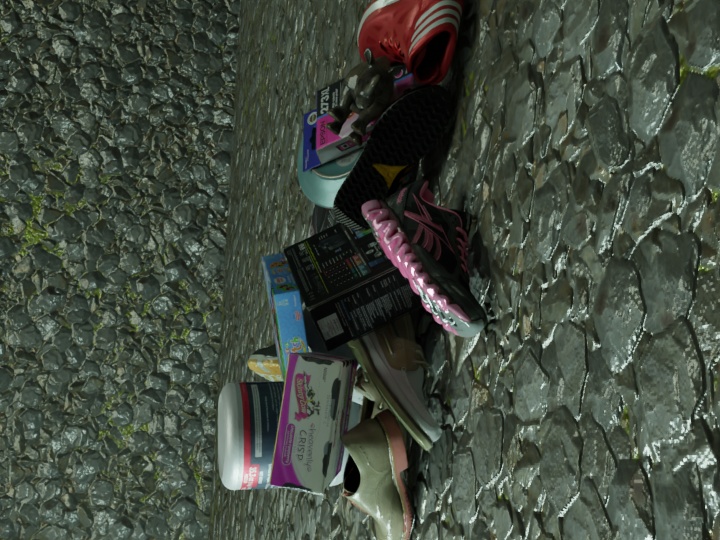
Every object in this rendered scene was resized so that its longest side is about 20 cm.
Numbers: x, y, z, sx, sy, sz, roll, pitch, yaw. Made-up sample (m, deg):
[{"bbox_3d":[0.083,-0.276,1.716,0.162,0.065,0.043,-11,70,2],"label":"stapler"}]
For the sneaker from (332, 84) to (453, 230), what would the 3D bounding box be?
[{"bbox_3d":[0.038,-0.143,1.172,0.201,0.070,0.090,-53,7,24],"label":"sneaker"}]

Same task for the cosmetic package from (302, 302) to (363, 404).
[{"bbox_3d":[-0.023,0.088,1.328,0.083,0.050,0.200,-58,32,13],"label":"cosmetic package"}]

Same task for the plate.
[{"bbox_3d":[-0.012,-0.176,1.295,0.199,0.026,0.202,-19,56,31],"label":"plate"}]

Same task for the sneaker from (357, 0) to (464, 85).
[{"bbox_3d":[0.047,-0.256,1.137,0.200,0.078,0.117,-34,42,60],"label":"sneaker"}]

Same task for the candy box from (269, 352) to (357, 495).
[{"bbox_3d":[-0.048,0.161,1.099,0.200,0.060,0.138,54,-135,-84],"label":"candy box"}]

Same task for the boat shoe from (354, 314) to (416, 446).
[{"bbox_3d":[0.025,0.137,1.199,0.072,0.064,0.203,-167,82,-76],"label":"boat shoe"}]

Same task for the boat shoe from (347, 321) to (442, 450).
[{"bbox_3d":[0.042,0.107,1.113,0.201,0.068,0.075,55,175,36],"label":"boat shoe"}]

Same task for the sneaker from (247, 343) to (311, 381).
[{"bbox_3d":[-0.077,0.115,1.475,0.198,0.076,0.089,-9,56,32],"label":"sneaker"}]

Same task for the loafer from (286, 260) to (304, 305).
[{"bbox_3d":[-0.081,0.025,1.481,0.200,0.069,0.076,43,-121,-70],"label":"loafer"}]

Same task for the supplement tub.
[{"bbox_3d":[-0.088,0.218,1.333,0.140,0.197,0.142,180,90,-78],"label":"supplement tub"}]

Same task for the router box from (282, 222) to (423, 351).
[{"bbox_3d":[0.000,0.000,1.161,0.063,0.149,0.200,65,178,-24],"label":"router box"}]

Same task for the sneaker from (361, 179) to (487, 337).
[{"bbox_3d":[0.082,-0.021,1.011,0.201,0.095,0.079,55,173,36],"label":"sneaker"}]

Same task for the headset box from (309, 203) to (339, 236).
[{"bbox_3d":[-0.015,-0.091,1.413,0.149,0.074,0.202,-115,32,-61],"label":"headset box"}]

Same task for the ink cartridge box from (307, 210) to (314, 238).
[{"bbox_3d":[-0.067,-0.066,1.686,0.175,0.043,0.201,-104,23,-48],"label":"ink cartridge box"}]

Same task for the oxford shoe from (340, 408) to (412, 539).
[{"bbox_3d":[0.013,0.246,1.129,0.071,0.074,0.202,-130,28,-55],"label":"oxford shoe"}]

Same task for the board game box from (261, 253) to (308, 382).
[{"bbox_3d":[-0.094,0.074,1.293,0.200,0.036,0.153,-123,25,-74],"label":"board game box"}]

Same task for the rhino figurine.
[{"bbox_3d":[0.006,-0.201,1.127,0.088,0.059,0.200,-58,4,-4],"label":"rhino figurine"}]

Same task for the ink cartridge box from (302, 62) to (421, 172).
[{"bbox_3d":[-0.005,-0.203,1.262,0.199,0.037,0.096,-21,56,33],"label":"ink cartridge box"}]
